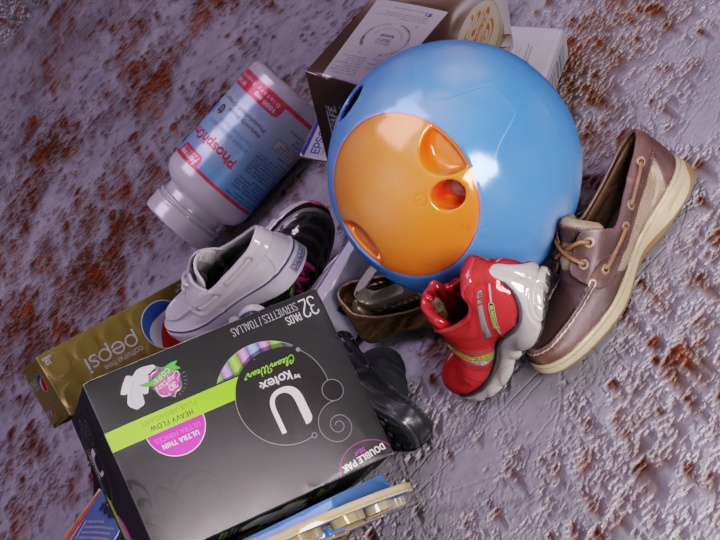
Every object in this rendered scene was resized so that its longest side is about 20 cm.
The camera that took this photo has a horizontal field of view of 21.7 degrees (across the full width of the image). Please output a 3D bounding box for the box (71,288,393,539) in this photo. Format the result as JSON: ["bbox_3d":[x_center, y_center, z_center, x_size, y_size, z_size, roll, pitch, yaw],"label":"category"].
[{"bbox_3d":[-0.103,0.129,1.462,0.200,0.149,0.124,-23,-11,-19],"label":"box"}]

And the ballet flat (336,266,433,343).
[{"bbox_3d":[0.049,0.013,1.593,0.200,0.072,0.068,-16,42,50],"label":"ballet flat"}]

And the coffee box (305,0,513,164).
[{"bbox_3d":[0.047,-0.184,1.635,0.080,0.115,0.200,19,53,29],"label":"coffee box"}]

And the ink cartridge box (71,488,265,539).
[{"bbox_3d":[-0.148,0.209,1.564,0.076,0.136,0.200,-8,47,50],"label":"ink cartridge box"}]

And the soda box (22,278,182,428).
[{"bbox_3d":[-0.229,0.077,1.859,0.200,0.068,0.064,-30,-2,-28],"label":"soda box"}]

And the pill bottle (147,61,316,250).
[{"bbox_3d":[-0.138,-0.122,2.055,0.200,0.109,0.109,-48,24,3],"label":"pill bottle"}]

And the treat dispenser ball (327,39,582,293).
[{"bbox_3d":[0.073,-0.079,1.472,0.201,0.201,0.201,-38,27,23],"label":"treat dispenser ball"}]

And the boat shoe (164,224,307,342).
[{"bbox_3d":[-0.131,0.006,1.744,0.200,0.065,0.074,-32,34,42],"label":"boat shoe"}]

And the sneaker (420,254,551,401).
[{"bbox_3d":[0.085,0.036,1.422,0.200,0.085,0.077,114,171,-63],"label":"sneaker"}]

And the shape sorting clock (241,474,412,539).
[{"bbox_3d":[-0.051,0.205,1.410,0.200,0.039,0.200,-26,-6,-3],"label":"shape sorting clock"}]

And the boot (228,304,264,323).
[{"bbox_3d":[-0.102,0.076,1.643,0.200,0.073,0.096,101,171,-81],"label":"boot"}]

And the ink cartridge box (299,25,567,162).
[{"bbox_3d":[0.069,-0.148,1.706,0.199,0.041,0.200,7,50,20],"label":"ink cartridge box"}]

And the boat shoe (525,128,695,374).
[{"bbox_3d":[0.174,-0.017,1.425,0.200,0.072,0.072,-55,25,-7],"label":"boat shoe"}]

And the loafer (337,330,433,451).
[{"bbox_3d":[0.008,0.092,1.551,0.070,0.068,0.200,-39,27,-12],"label":"loafer"}]

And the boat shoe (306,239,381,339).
[{"bbox_3d":[0.000,0.000,1.705,0.200,0.071,0.070,-54,24,2],"label":"boat shoe"}]

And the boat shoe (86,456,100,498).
[{"bbox_3d":[-0.193,0.155,1.784,0.200,0.075,0.093,-34,60,43],"label":"boat shoe"}]

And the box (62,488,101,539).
[{"bbox_3d":[-0.207,0.259,1.696,0.075,0.050,0.200,-54,25,-8],"label":"box"}]

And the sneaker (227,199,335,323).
[{"bbox_3d":[-0.077,0.026,1.789,0.200,0.074,0.087,-58,25,-6],"label":"sneaker"}]
